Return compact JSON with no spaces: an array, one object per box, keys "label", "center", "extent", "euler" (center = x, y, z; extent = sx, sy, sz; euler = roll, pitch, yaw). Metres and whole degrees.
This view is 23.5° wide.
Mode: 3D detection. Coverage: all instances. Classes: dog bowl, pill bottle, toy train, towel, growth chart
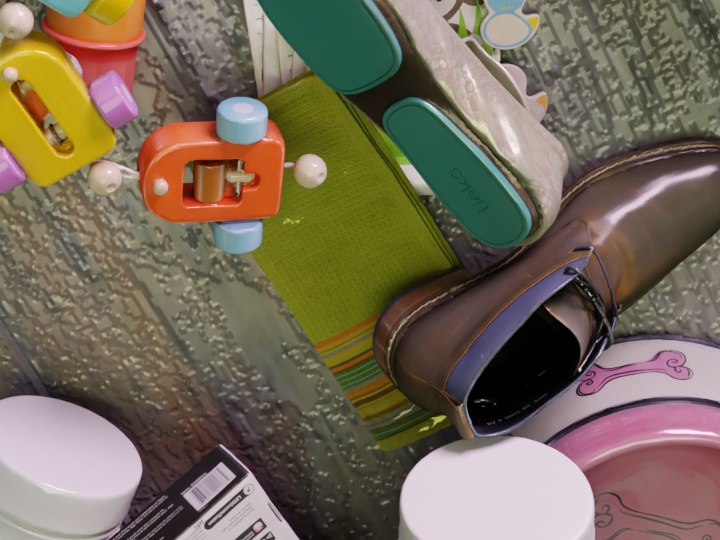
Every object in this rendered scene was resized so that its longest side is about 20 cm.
[{"label":"dog bowl","center":[0.148,0.137,0.876],"extent":[0.199,0.074,0.201],"euler":[-1,113,-1]},{"label":"pill bottle","center":[0.061,0.177,0.786],"extent":[0.108,0.109,0.201],"euler":[-3,126,0]},{"label":"toy train","center":[-0.092,-0.100,0.730],"extent":[0.149,0.056,0.201],"euler":[-8,125,-12]},{"label":"towel","center":[0.000,0.000,0.832],"extent":[0.086,0.018,0.200],"euler":[-27,117,13]},{"label":"growth chart","center":[0.008,-0.119,0.790],"extent":[0.144,0.018,0.201],"euler":[-10,116,4]},{"label":"pill bottle","center":[-0.180,0.167,0.862],"extent":[0.110,0.111,0.201],"euler":[21,112,-10]}]

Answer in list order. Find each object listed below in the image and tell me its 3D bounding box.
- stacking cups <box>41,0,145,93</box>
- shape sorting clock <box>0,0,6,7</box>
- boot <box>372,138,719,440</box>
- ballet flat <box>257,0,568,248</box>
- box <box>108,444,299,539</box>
[{"label":"stacking cups","center":[-0.114,-0.162,0.750],"extent":[0.060,0.061,0.201],"euler":[11,116,-6]},{"label":"shape sorting clock","center":[-0.237,-0.080,0.723],"extent":[0.200,0.200,0.039],"euler":[-39,75,15]},{"label":"boot","center":[0.107,0.012,0.793],"extent":[0.199,0.097,0.075],"euler":[-32,114,-3]},{"label":"ballet flat","center":[0.021,-0.094,0.764],"extent":[0.067,0.062,0.200],"euler":[-16,122,46]},{"label":"box","center":[-0.109,0.188,0.816],"extent":[0.200,0.035,0.110],"euler":[-40,126,-12]}]
